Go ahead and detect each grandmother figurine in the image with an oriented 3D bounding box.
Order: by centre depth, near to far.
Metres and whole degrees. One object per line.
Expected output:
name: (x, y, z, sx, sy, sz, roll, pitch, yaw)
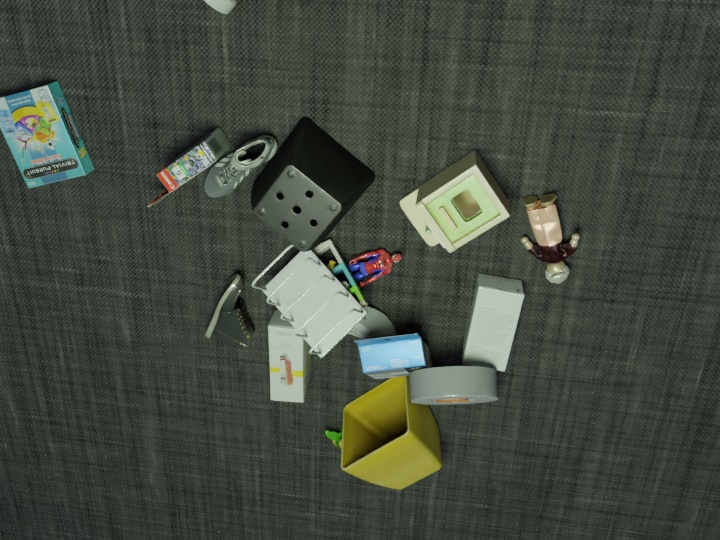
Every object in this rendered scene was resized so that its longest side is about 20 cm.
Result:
grandmother figurine: (0.401, -0.061, 1.511, 0.120, 0.061, 0.201, 3, 123, 38)

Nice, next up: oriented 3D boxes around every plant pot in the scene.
plant pot: (-0.111, -0.155, 1.474, 0.199, 0.178, 0.200, 38, 116, -11)
plant pot: (0.086, 0.401, 1.719, 0.199, 0.201, 0.176, -34, 119, 22)

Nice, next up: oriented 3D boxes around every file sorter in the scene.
file sorter: (-0.109, 0.059, 1.496, 0.139, 0.125, 0.200, -43, 77, 3)

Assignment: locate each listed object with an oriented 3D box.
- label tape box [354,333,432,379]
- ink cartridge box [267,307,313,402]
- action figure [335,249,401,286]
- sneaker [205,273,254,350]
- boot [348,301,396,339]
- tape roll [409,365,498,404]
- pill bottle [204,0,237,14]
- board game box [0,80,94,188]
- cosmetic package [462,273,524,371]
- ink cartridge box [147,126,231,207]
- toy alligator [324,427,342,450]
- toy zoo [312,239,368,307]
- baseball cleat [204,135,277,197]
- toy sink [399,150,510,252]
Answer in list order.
label tape box: (0.077, 0.195, 1.609, 0.143, 0.200, 0.064, -8, 74, 11)
ink cartridge box: (-0.158, 0.181, 1.665, 0.082, 0.145, 0.202, 5, 117, 4)
action figure: (0.000, 0.000, 1.604, 0.198, 0.052, 0.066, -20, 96, 15)
sneaker: (-0.284, 0.097, 1.690, 0.105, 0.075, 0.201, 24, 126, -8)
boot: (-0.014, 0.118, 1.663, 0.199, 0.074, 0.095, 37, 148, -24)
tape roll: (0.209, 0.260, 1.620, 0.198, 0.200, 0.067, -4, 73, 11)
pill bottle: (-0.218, -0.577, 1.319, 0.111, 0.111, 0.200, 40, 115, -11)
board game box: (-0.693, -0.293, 1.569, 0.149, 0.047, 0.202, -10, 114, 14)
cosmetic package: (0.292, 0.116, 1.603, 0.100, 0.071, 0.202, 10, 118, 3)
ink cartridge box: (-0.373, -0.218, 1.521, 0.199, 0.109, 0.051, -29, 109, 21)
toy alligator: (-0.009, 0.456, 1.831, 0.200, 0.059, 0.054, 45, 74, -14)
toy zoo: (-0.084, 0.025, 1.587, 0.131, 0.020, 0.201, -35, 70, 11)
baseball cleat: (-0.265, -0.219, 1.506, 0.199, 0.106, 0.070, -37, 92, 18)
toy sink: (0.187, -0.126, 1.477, 0.199, 0.112, 0.131, -31, 108, 21)
